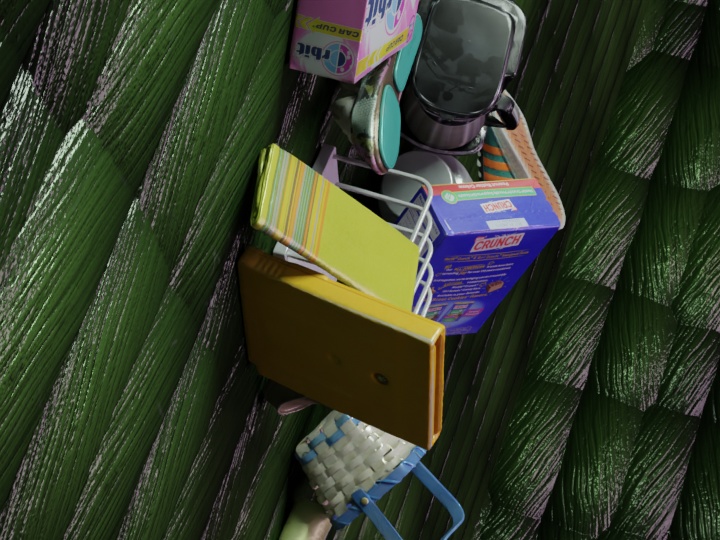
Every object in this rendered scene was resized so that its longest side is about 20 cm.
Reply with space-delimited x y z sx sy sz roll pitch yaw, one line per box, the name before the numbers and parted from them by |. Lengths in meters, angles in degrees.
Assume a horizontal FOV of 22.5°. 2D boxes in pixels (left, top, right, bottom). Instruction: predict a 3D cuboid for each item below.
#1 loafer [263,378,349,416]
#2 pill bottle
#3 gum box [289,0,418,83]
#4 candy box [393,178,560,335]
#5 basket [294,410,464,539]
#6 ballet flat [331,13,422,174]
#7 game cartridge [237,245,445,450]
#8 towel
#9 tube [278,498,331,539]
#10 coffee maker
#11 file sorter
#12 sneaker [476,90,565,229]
loafer | -0.018 0.113 1.782 0.076 0.200 0.068 -4 74 -47
pill bottle | 0.081 -0.078 2.093 0.200 0.110 0.111 39 67 -75
gum box | 0.004 -0.255 1.663 0.200 0.066 0.114 -47 149 -63
candy box | 0.099 -0.010 2.005 0.169 0.077 0.200 -4 146 -37
basket | 0.031 0.237 2.057 0.139 0.200 0.176 -45 176 21
ballet flat | 0.011 -0.176 1.768 0.069 0.071 0.200 65 31 -53
game cartridge | -0.017 0.072 1.667 0.032 0.200 0.176 -54 159 -32
towel | -0.021 -0.030 1.636 0.200 0.018 0.086 34 52 -35
tube | -0.091 0.355 2.039 0.058 0.052 0.200 38 65 -31
coffee maker | 0.099 -0.234 1.922 0.200 0.134 0.193 111 -30 -80
file sorter | 0.000 0.000 1.823 0.200 0.124 0.139 86 24 -56
sneaker | 0.164 -0.125 2.126 0.071 0.080 0.200 -24 90 -58
